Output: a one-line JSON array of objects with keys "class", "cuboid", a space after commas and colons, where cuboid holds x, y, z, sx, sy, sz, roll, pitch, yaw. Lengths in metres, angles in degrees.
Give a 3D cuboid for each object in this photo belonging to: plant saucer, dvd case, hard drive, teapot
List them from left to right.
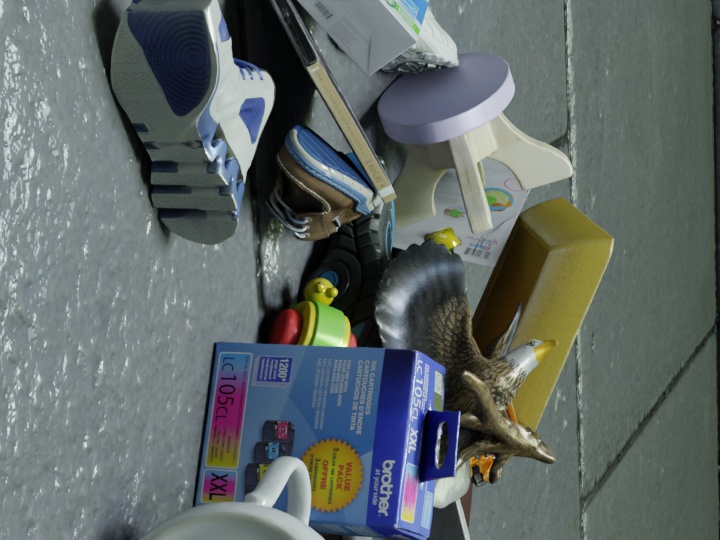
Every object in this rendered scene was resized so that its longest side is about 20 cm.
[{"class": "teapot", "cuboid": [-0.080, 0.256, 1.324, 0.198, 0.200, 0.146, 55, -1, 22]}, {"class": "dvd case", "cuboid": [-0.033, -0.158, 1.534, 0.149, 0.016, 0.200, 63, 4, 34]}, {"class": "hard drive", "cuboid": [0.065, 0.194, 1.657, 0.140, 0.038, 0.201, 74, 1, -77]}, {"class": "plant saucer", "cuboid": [0.156, 0.034, 1.815, 0.200, 0.048, 0.201, -123, -127, -74]}]

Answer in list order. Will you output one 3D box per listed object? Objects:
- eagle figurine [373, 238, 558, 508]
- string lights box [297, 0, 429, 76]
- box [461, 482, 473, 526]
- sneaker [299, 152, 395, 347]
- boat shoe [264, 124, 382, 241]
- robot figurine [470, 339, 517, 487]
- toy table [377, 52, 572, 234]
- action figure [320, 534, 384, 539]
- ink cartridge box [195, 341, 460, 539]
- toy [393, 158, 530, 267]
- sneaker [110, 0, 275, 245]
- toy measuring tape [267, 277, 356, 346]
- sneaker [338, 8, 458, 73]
[{"class": "eagle figurine", "cuboid": [0.093, 0.086, 1.581, 0.200, 0.150, 0.152, -121, -151, -55]}, {"class": "string lights box", "cuboid": [0.010, -0.262, 1.603, 0.103, 0.059, 0.200, 45, 33, -22]}, {"class": "box", "cuboid": [0.064, 0.194, 1.851, 0.100, 0.075, 0.201, 31, 65, -68]}, {"class": "sneaker", "cuboid": [0.000, 0.000, 1.662, 0.082, 0.073, 0.201, 59, 39, -58]}, {"class": "boat shoe", "cuboid": [-0.034, -0.060, 1.548, 0.072, 0.072, 0.200, -44, 164, 5]}, {"class": "robot figurine", "cuboid": [0.086, 0.098, 1.745, 0.145, 0.058, 0.201, 95, -30, -68]}, {"class": "toy table", "cuboid": [0.094, -0.118, 1.781, 0.200, 0.183, 0.118, -62, 137, -63]}, {"class": "action figure", "cuboid": [0.008, 0.266, 1.551, 0.105, 0.193, 0.200, -49, 176, -35]}, {"class": "ink cartridge box", "cuboid": [-0.014, 0.129, 1.452, 0.076, 0.199, 0.137, 35, 58, -65]}, {"class": "toy", "cuboid": [0.099, -0.053, 1.874, 0.200, 0.115, 0.047, -58, 155, -55]}, {"class": "sneaker", "cuboid": [-0.114, -0.130, 1.358, 0.115, 0.080, 0.200, -71, 160, -47]}, {"class": "toy measuring tape", "cuboid": [-0.046, 0.094, 1.545, 0.074, 0.073, 0.201, 57, 39, -56]}, {"class": "sneaker", "cuboid": [0.040, -0.237, 1.752, 0.200, 0.077, 0.100, 15, 74, -70]}]
